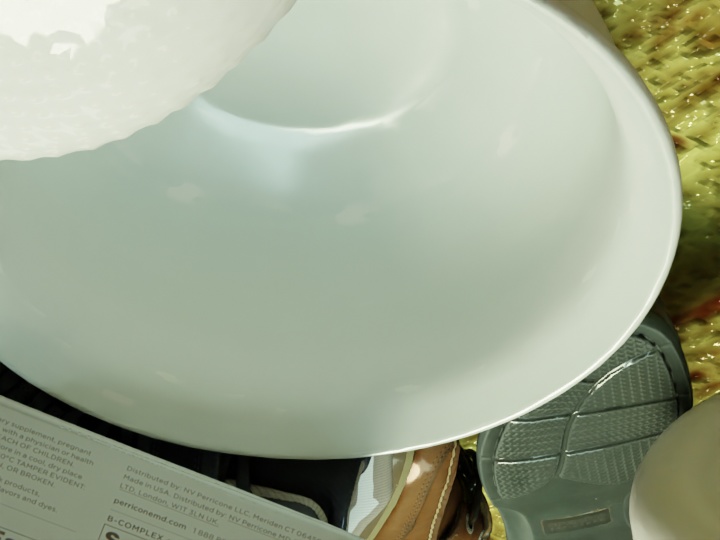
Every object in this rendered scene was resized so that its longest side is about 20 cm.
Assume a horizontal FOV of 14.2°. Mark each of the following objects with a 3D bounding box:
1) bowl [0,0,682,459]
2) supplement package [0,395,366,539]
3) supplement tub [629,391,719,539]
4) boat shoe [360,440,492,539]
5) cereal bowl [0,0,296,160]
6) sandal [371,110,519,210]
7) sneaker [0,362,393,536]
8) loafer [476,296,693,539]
[{"bbox_3d":[-0.015,-0.044,0.770,0.200,0.091,0.202,1,139,1],"label":"bowl"},{"bbox_3d":[-0.103,0.139,0.839,0.155,0.111,0.200,21,144,-2],"label":"supplement package"},{"bbox_3d":[0.163,0.143,0.937,0.131,0.132,0.201,-9,118,8],"label":"supplement tub"},{"bbox_3d":[0.012,0.076,1.017,0.068,0.072,0.200,3,160,-12],"label":"boat shoe"},{"bbox_3d":[-0.106,-0.099,0.596,0.199,0.083,0.201,20,138,19],"label":"cereal bowl"},{"bbox_3d":[0.000,0.000,0.895,0.082,0.055,0.200,42,130,-9],"label":"sandal"},{"bbox_3d":[-0.072,0.032,0.857,0.146,0.077,0.203,-6,128,31],"label":"sneaker"},{"bbox_3d":[0.071,0.052,0.992,0.071,0.063,0.200,-7,146,-3],"label":"loafer"}]
